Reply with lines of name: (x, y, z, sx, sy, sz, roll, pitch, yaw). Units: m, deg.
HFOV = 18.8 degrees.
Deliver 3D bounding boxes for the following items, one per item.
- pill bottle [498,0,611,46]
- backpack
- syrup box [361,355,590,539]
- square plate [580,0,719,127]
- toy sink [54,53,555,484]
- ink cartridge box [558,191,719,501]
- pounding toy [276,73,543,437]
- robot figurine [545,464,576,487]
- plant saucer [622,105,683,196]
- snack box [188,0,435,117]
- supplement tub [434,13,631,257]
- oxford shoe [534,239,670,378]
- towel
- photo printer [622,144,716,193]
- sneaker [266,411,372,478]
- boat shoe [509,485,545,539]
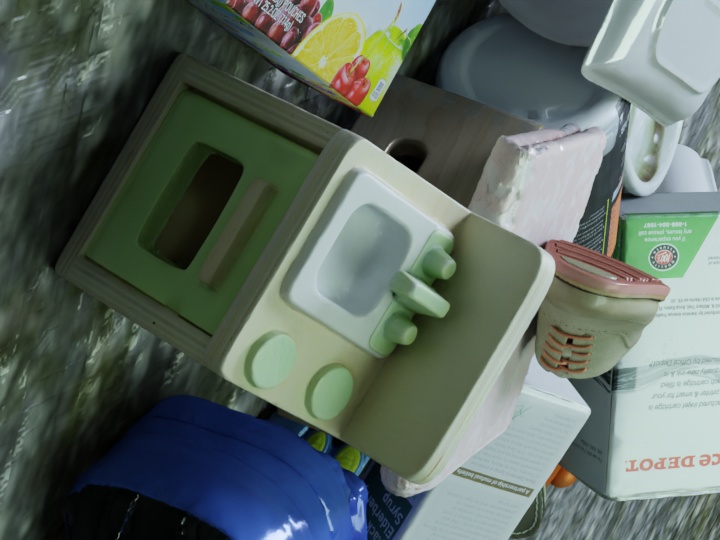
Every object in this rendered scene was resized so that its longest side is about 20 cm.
pill bottle: (0.167, -0.236, 1.320, 0.200, 0.116, 0.116, -47, 153, -31)
backpack: (-0.078, 0.166, 1.236, 0.168, 0.162, 0.200, -52, 144, -43)
syrup box: (0.053, 0.137, 1.400, 0.081, 0.079, 0.200, 20, 111, -33)
square plate: (0.211, -0.184, 1.286, 0.200, 0.028, 0.198, -64, 157, 5)
toy sink: (-0.031, -0.004, 1.049, 0.112, 0.200, 0.130, 32, 88, -49)
ink cartridge box: (0.221, 0.050, 1.513, 0.146, 0.083, 0.200, -1, 102, -21)
pounding toy: (0.000, 0.000, 1.261, 0.200, 0.142, 0.184, -57, 160, -36)
robot figurine: (0.120, 0.086, 1.592, 0.200, 0.144, 0.117, -53, 176, -19)
plant saucer: (0.183, -0.152, 1.490, 0.200, 0.050, 0.200, 6, 90, -69)
snack box: (-0.012, -0.185, 1.071, 0.169, 0.068, 0.200, -61, 158, -1)
supplement tub: (0.107, -0.058, 1.392, 0.123, 0.122, 0.200, -46, 153, -31)
oxford shoe: (0.132, 0.029, 1.235, 0.074, 0.071, 0.200, -66, 165, 0)
towel: (0.076, 0.015, 1.212, 0.191, 0.032, 0.200, -22, 131, -70)
photo printer: (0.236, 0.022, 1.683, 0.200, 0.069, 0.167, -91, -170, -54)
sneaker: (-0.052, 0.158, 1.395, 0.200, 0.071, 0.083, -58, 164, 7)
boat shoe: (0.074, 0.109, 1.475, 0.072, 0.060, 0.202, -26, 114, 3)
